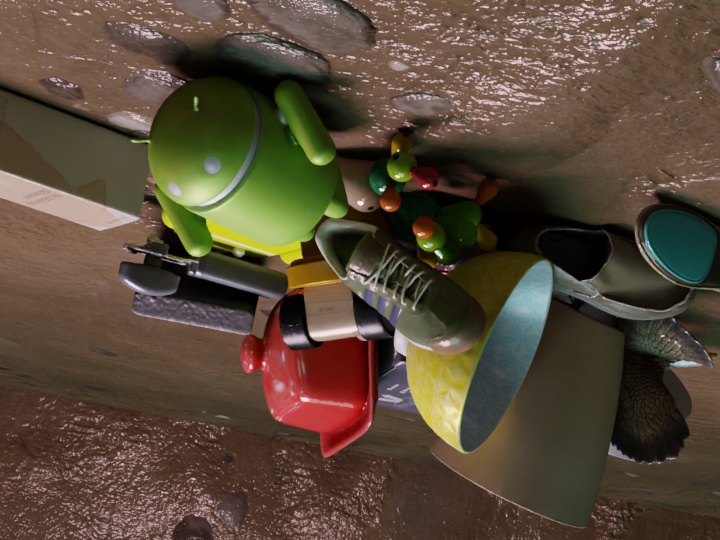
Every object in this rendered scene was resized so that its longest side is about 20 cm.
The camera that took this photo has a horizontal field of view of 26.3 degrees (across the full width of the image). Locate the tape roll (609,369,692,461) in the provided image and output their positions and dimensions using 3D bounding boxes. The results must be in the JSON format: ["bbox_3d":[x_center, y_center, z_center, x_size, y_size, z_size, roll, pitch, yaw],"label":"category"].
[{"bbox_3d":[0.299,0.142,1.859,0.198,0.067,0.201,23,-157,-10],"label":"tape roll"}]

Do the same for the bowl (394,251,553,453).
[{"bbox_3d":[0.097,0.063,1.490,0.107,0.202,0.200,24,172,21],"label":"bowl"}]

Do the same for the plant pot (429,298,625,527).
[{"bbox_3d":[0.197,0.138,1.630,0.186,0.202,0.187,24,-176,-2],"label":"plant pot"}]

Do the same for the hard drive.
[{"bbox_3d":[-0.189,0.021,1.832,0.138,0.033,0.200,11,-166,-3],"label":"hard drive"}]

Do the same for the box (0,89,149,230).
[{"bbox_3d":[-0.310,-0.109,1.488,0.198,0.079,0.095,19,163,-32],"label":"box"}]

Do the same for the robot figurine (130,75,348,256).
[{"bbox_3d":[-0.099,-0.093,1.320,0.175,0.117,0.199,-32,143,28],"label":"robot figurine"}]

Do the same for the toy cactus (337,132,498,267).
[{"bbox_3d":[0.040,-0.072,1.416,0.164,0.103,0.200,25,176,25],"label":"toy cactus"}]

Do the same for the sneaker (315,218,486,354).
[{"bbox_3d":[0.025,0.008,1.399,0.090,0.067,0.200,38,178,-38],"label":"sneaker"}]

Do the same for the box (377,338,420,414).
[{"bbox_3d":[0.110,0.097,1.802,0.198,0.119,0.197,13,160,-15],"label":"box"}]

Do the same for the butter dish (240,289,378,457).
[{"bbox_3d":[-0.067,0.100,1.777,0.146,0.202,0.200,6,162,-17],"label":"butter dish"}]

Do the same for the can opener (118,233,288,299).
[{"bbox_3d":[-0.179,0.005,1.738,0.198,0.067,0.053,12,179,-24],"label":"can opener"}]

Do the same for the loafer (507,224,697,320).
[{"bbox_3d":[0.247,0.001,1.542,0.197,0.076,0.070,11,171,-6],"label":"loafer"}]

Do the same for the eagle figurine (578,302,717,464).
[{"bbox_3d":[0.315,0.098,1.672,0.150,0.153,0.200,-31,-172,20],"label":"eagle figurine"}]

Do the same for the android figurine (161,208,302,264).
[{"bbox_3d":[-0.130,-0.048,1.692,0.180,0.042,0.199,18,162,-31],"label":"android figurine"}]

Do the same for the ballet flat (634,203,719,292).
[{"bbox_3d":[0.324,-0.015,1.464,0.198,0.072,0.070,17,164,-27],"label":"ballet flat"}]

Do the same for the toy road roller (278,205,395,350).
[{"bbox_3d":[0.000,0.000,1.604,0.122,0.148,0.199,-8,178,26],"label":"toy road roller"}]

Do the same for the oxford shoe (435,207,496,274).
[{"bbox_3d":[0.103,0.005,1.564,0.200,0.073,0.071,45,165,-29],"label":"oxford shoe"}]

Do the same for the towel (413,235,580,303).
[{"bbox_3d":[0.161,0.001,1.691,0.197,0.035,0.193,7,166,11],"label":"towel"}]
